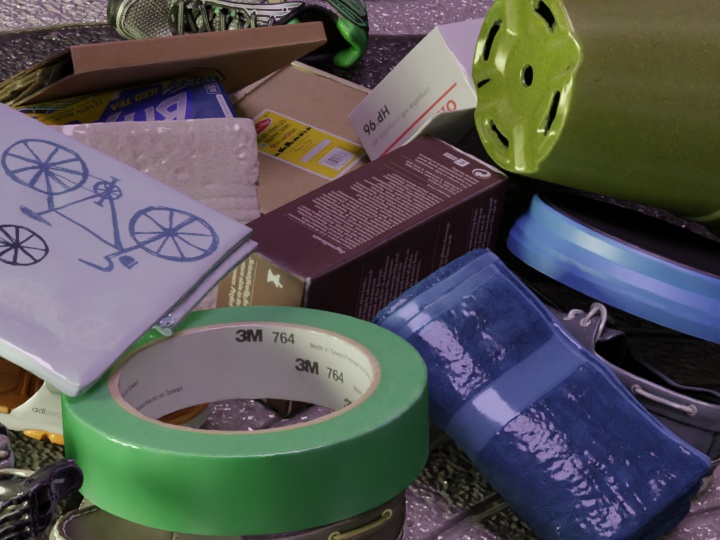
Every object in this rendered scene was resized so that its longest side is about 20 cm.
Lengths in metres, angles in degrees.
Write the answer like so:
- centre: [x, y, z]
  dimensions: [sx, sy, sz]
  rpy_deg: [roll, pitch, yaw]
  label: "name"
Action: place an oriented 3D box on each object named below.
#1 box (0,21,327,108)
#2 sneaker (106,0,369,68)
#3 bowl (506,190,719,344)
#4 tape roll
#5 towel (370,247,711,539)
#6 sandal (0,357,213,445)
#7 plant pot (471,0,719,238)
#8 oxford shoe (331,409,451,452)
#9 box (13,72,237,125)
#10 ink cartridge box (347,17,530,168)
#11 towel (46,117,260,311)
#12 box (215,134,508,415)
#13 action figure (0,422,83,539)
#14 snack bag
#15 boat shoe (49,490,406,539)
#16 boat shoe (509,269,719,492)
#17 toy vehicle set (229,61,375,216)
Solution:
- centre: [-0.146, -0.128, 1.759]
  dimensions: [0.199, 0.021, 0.163]
  rpy_deg: [-9, -6, -37]
  label: "box"
- centre: [-0.086, -0.188, 1.927]
  dimensions: [0.199, 0.078, 0.085]
  rpy_deg: [0, 34, -16]
  label: "sneaker"
- centre: [0.191, -0.001, 1.673]
  dimensions: [0.200, 0.040, 0.201]
  rpy_deg: [19, 10, -4]
  label: "bowl"
- centre: [-0.062, 0.078, 1.442]
  dimensions: [0.200, 0.048, 0.201]
  rpy_deg: [-1, 22, 0]
  label: "tape roll"
- centre: [0.101, 0.080, 1.525]
  dimensions: [0.112, 0.049, 0.200]
  rpy_deg: [-31, 71, -38]
  label: "towel"
- centre: [-0.185, 0.057, 1.538]
  dimensions: [0.206, 0.059, 0.079]
  rpy_deg: [5, 33, -7]
  label: "sandal"
- centre: [0.178, -0.119, 1.691]
  dimensions: [0.189, 0.201, 0.200]
  rpy_deg: [2, 32, -28]
  label: "plant pot"
- centre: [0.042, 0.062, 1.594]
  dimensions: [0.075, 0.058, 0.200]
  rpy_deg: [22, 33, 22]
  label: "oxford shoe"
- centre: [-0.177, -0.068, 1.700]
  dimensions: [0.199, 0.064, 0.070]
  rpy_deg: [-11, 44, -16]
  label: "box"
- centre: [0.076, -0.116, 1.792]
  dimensions: [0.200, 0.116, 0.068]
  rpy_deg: [-15, 69, -43]
  label: "ink cartridge box"
- centre: [-0.151, -0.025, 1.627]
  dimensions: [0.199, 0.133, 0.034]
  rpy_deg: [-3, -7, -24]
  label: "towel"
- centre: [0.000, 0.000, 1.639]
  dimensions: [0.075, 0.100, 0.200]
  rpy_deg: [29, 36, 28]
  label: "box"
- centre: [-0.224, 0.104, 1.392]
  dimensions: [0.102, 0.119, 0.200]
  rpy_deg: [-18, 32, -30]
  label: "action figure"
- centre: [-0.181, -0.011, 1.496]
  dimensions: [0.188, 0.021, 0.200]
  rpy_deg: [27, 38, 13]
  label: "snack bag"
- centre: [-0.073, 0.138, 1.440]
  dimensions: [0.201, 0.060, 0.072]
  rpy_deg: [-1, 36, -15]
  label: "boat shoe"
- centre: [0.147, 0.051, 1.605]
  dimensions: [0.200, 0.062, 0.073]
  rpy_deg: [42, 29, 28]
  label: "boat shoe"
- centre: [-0.047, -0.079, 1.816]
  dimensions: [0.124, 0.027, 0.200]
  rpy_deg: [23, 35, 20]
  label: "toy vehicle set"
